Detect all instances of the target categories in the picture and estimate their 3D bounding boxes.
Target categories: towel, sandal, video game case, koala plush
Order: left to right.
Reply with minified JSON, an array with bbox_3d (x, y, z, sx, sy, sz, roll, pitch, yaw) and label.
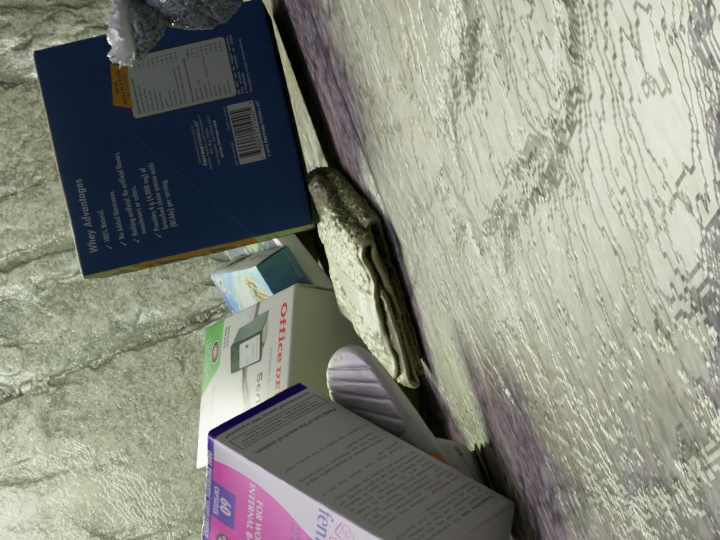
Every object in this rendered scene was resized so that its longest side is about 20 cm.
[{"bbox_3d":[-0.135,-0.247,1.286,0.184,0.177,0.200,60,-177,-48],"label":"koala plush"},{"bbox_3d":[-0.094,-0.007,1.880,0.200,0.023,0.182,52,160,15],"label":"video game case"},{"bbox_3d":[-0.071,0.073,1.854,0.200,0.045,0.181,59,160,-8],"label":"video game case"},{"bbox_3d":[0.000,0.000,1.415,0.200,0.036,0.149,-124,16,-66],"label":"towel"},{"bbox_3d":[0.053,0.136,1.243,0.079,0.059,0.207,-35,83,47],"label":"sandal"}]

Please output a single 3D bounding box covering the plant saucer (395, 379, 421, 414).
[{"bbox_3d":[0.018,0.174,1.452,0.200,0.031,0.200,-165,90,-89],"label":"plant saucer"}]

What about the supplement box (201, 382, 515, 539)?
[{"bbox_3d":[-0.005,0.175,1.201,0.200,0.103,0.101,25,124,33],"label":"supplement box"}]

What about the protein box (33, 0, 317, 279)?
[{"bbox_3d":[-0.156,-0.110,1.514,0.135,0.199,0.199,-30,-73,-89],"label":"protein box"}]

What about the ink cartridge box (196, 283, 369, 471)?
[{"bbox_3d":[-0.072,0.105,1.613,0.200,0.084,0.146,-27,57,58],"label":"ink cartridge box"}]

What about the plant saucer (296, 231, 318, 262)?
[{"bbox_3d":[-0.100,-0.093,1.959,0.200,0.048,0.200,-116,8,-45],"label":"plant saucer"}]
